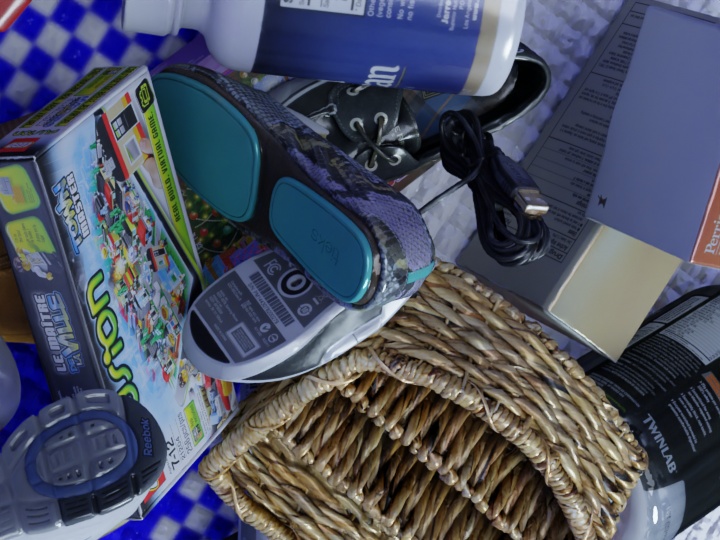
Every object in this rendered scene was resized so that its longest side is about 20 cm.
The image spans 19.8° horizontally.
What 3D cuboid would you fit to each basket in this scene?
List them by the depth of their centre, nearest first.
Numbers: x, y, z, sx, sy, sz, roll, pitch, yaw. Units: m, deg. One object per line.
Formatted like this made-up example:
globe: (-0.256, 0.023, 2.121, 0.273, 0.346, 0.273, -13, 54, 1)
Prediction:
basket: (0.043, 0.107, 1.121, 0.200, 0.143, 0.149, 44, 63, -19)

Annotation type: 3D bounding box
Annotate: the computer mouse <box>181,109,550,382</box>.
computer mouse: (0.000, 0.000, 1.064, 0.199, 0.110, 0.044, -31, 138, -7)

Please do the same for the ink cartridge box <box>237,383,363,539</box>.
ink cartridge box: (0.024, 0.126, 1.214, 0.199, 0.050, 0.163, 4, 82, -26)

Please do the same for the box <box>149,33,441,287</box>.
box: (-0.052, -0.072, 1.149, 0.200, 0.039, 0.137, -38, 118, -14)

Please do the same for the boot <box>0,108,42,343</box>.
boot: (-0.195, 0.019, 1.094, 0.144, 0.071, 0.202, -27, 124, -6)

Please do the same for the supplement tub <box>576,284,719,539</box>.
supplement tub: (0.199, 0.086, 1.272, 0.200, 0.122, 0.123, -27, 116, -34)

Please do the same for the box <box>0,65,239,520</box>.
box: (-0.121, 0.011, 1.033, 0.110, 0.035, 0.201, -49, 133, -52)

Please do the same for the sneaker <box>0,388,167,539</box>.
sneaker: (-0.183, 0.125, 0.955, 0.199, 0.075, 0.087, -17, 155, -12)

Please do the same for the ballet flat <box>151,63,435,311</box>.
ballet flat: (-0.032, -0.044, 1.046, 0.072, 0.200, 0.072, -27, 138, -27)

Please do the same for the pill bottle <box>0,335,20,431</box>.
pill bottle: (-0.268, 0.096, 1.011, 0.113, 0.114, 0.200, 33, 110, -31)

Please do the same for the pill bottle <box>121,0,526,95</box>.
pill bottle: (-0.020, -0.154, 1.062, 0.199, 0.111, 0.112, 5, 103, -8)

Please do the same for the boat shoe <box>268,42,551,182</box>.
boat shoe: (0.014, -0.082, 1.125, 0.199, 0.057, 0.069, -27, 116, -20)

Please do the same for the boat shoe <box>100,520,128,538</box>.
boat shoe: (-0.187, 0.139, 1.106, 0.200, 0.073, 0.063, -43, 157, -10)

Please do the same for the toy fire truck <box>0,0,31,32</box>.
toy fire truck: (-0.213, -0.124, 0.978, 0.129, 0.176, 0.200, 38, 98, -32)

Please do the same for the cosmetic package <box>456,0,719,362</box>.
cosmetic package: (0.157, -0.057, 1.231, 0.071, 0.105, 0.200, 35, 88, -33)

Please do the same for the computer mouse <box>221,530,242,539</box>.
computer mouse: (-0.013, 0.196, 1.240, 0.199, 0.046, 0.141, -26, 100, -30)

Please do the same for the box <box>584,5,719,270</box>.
box: (0.244, -0.061, 1.162, 0.199, 0.097, 0.125, 9, 102, -34)
